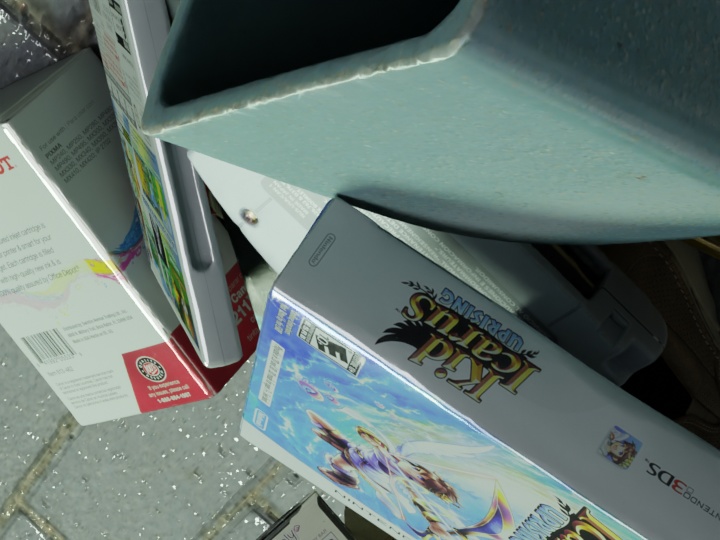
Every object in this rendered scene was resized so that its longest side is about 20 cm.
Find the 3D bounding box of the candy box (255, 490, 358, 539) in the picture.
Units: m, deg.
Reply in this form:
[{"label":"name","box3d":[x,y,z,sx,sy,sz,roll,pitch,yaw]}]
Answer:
[{"label":"candy box","box3d":[0.016,0.204,0.941,0.200,0.061,0.136,49,167,5]}]

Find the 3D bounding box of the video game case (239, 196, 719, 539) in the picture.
[{"label":"video game case","box3d":[0.044,0.071,0.732,0.181,0.045,0.200,32,161,5]}]

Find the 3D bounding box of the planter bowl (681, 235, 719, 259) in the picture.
[{"label":"planter bowl","box3d":[0.166,-0.042,0.801,0.200,0.084,0.200,26,-177,-2]}]

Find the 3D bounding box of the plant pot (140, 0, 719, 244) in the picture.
[{"label":"plant pot","box3d":[0.081,-0.102,0.632,0.200,0.197,0.196,26,164,-28]}]

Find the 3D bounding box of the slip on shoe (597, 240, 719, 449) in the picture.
[{"label":"slip on shoe","box3d":[0.154,0.058,0.959,0.076,0.061,0.200,7,137,37]}]

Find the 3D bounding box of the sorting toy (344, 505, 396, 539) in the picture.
[{"label":"sorting toy","box3d":[0.096,0.136,0.862,0.200,0.036,0.185,41,139,3]}]

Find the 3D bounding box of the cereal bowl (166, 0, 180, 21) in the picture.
[{"label":"cereal bowl","box3d":[0.011,-0.129,0.884,0.200,0.083,0.200,25,141,22]}]

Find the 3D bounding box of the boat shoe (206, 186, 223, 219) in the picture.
[{"label":"boat shoe","box3d":[-0.045,-0.050,1.032,0.200,0.063,0.071,2,130,43]}]

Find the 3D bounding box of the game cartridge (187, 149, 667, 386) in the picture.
[{"label":"game cartridge","box3d":[0.023,-0.011,0.849,0.200,0.040,0.133,44,138,-8]}]

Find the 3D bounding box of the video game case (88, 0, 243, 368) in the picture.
[{"label":"video game case","box3d":[-0.101,-0.064,0.968,0.200,0.022,0.183,-135,32,-71]}]

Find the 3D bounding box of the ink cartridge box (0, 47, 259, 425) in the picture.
[{"label":"ink cartridge box","box3d":[-0.161,-0.016,1.153,0.146,0.083,0.200,-14,117,49]}]

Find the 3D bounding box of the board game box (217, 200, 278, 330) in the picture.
[{"label":"board game box","box3d":[0.000,0.000,0.931,0.135,0.028,0.200,13,136,31]}]
